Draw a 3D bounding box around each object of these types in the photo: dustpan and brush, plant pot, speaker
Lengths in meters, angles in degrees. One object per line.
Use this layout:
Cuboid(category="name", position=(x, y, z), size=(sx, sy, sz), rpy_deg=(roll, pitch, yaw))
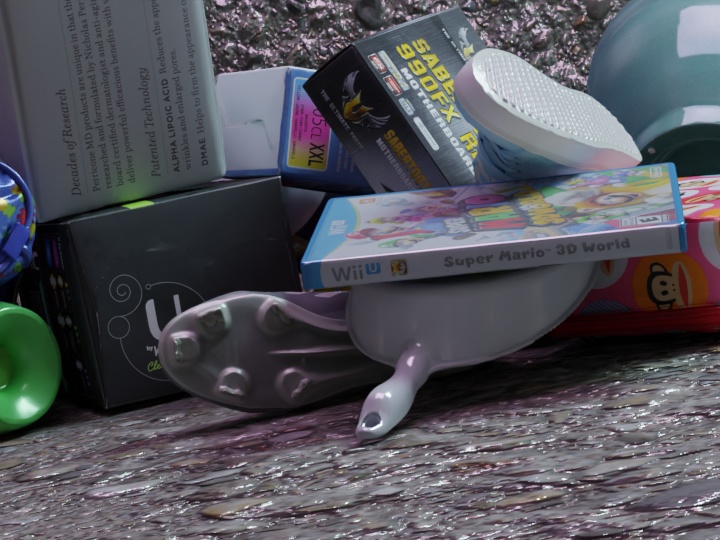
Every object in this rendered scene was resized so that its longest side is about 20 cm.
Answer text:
Cuboid(category="dustpan and brush", position=(0.038, 0.031, 1.230), size=(0.139, 0.058, 0.200), rpy_deg=(3, 18, 23))
Cuboid(category="plant pot", position=(0.245, -0.085, 1.589), size=(0.199, 0.201, 0.134), rpy_deg=(-9, 32, 21))
Cuboid(category="speaker", position=(-0.281, 0.066, 1.477), size=(0.199, 0.089, 0.088), rpy_deg=(-6, 7, 42))

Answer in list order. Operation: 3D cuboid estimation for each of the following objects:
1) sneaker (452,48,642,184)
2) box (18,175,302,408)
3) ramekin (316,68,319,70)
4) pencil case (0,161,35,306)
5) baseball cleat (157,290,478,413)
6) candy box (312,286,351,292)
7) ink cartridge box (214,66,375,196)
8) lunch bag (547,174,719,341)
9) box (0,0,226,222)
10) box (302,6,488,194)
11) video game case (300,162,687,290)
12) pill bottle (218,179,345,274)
Cuboid(category="sneaker", position=(0.096, -0.067, 1.356), size=(0.082, 0.074, 0.200), rpy_deg=(-44, -28, 16))
Cuboid(category="box", position=(-0.137, 0.012, 1.539), size=(0.148, 0.125, 0.200), rpy_deg=(-13, 4, -20))
Cuboid(category="ramekin", position=(0.008, -0.093, 2.014), size=(0.097, 0.201, 0.200), rpy_deg=(-22, 10, -27))
Cuboid(category="pencil case", position=(-0.251, -0.012, 1.486), size=(0.087, 0.078, 0.200), rpy_deg=(26, -17, -6))
Cuboid(category="baseball cleat", position=(-0.020, 0.045, 1.338), size=(0.199, 0.070, 0.106), rpy_deg=(-1, -2, -10))
Cuboid(category="candy box", position=(0.000, 0.000, 1.627), size=(0.102, 0.026, 0.200), rpy_deg=(-41, 0, 6))
Cuboid(category="ink cartridge box", position=(0.012, -0.088, 1.588), size=(0.199, 0.077, 0.136), rpy_deg=(5, 0, -25))
Cuboid(category="lunch bag", position=(0.210, -0.016, 1.351), size=(0.175, 0.082, 0.200), rpy_deg=(-7, 7, 37))
Cuboid(category="box", position=(-0.187, -0.164, 1.504), size=(0.130, 0.201, 0.199), rpy_deg=(-14, 25, -17))
Cuboid(category="box", position=(0.069, -0.061, 1.452), size=(0.048, 0.201, 0.158), rpy_deg=(-36, -4, 31))
Cuboid(category="video game case", position=(0.074, -0.026, 1.258), size=(0.199, 0.018, 0.143), rpy_deg=(-6, 15, 7))
Cuboid(category="pill bottle", position=(-0.041, -0.059, 1.744), size=(0.115, 0.116, 0.200), rpy_deg=(-6, -22, 39))
